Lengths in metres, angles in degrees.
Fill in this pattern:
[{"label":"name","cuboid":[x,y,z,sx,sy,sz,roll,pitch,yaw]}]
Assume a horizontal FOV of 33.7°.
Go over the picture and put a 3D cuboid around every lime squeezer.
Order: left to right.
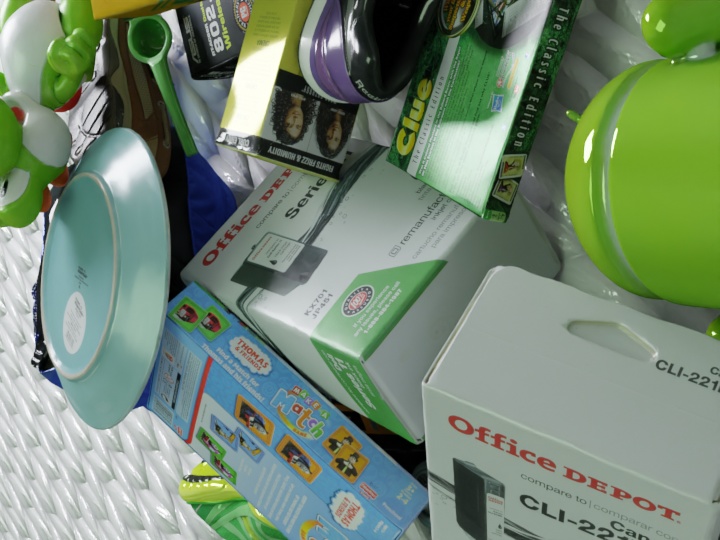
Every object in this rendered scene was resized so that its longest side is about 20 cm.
[{"label":"lime squeezer","cuboid":[-0.155,-0.178,0.906,0.071,0.037,0.202,72,-174,-54]}]

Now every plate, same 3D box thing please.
[{"label":"plate","cuboid":[-0.179,0.004,0.791,0.199,0.025,0.203,-11,77,54]}]

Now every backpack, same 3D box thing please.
[{"label":"backpack","cuboid":[-0.172,0.002,0.960,0.168,0.161,0.202,53,-160,-55]}]

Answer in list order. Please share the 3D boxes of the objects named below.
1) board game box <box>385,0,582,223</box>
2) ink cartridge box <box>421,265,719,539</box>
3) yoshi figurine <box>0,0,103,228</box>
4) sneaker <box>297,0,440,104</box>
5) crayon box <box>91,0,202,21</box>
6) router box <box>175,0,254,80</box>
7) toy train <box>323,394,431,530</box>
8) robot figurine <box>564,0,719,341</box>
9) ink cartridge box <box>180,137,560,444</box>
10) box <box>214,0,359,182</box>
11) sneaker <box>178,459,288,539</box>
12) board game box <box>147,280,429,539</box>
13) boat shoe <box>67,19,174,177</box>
[{"label":"board game box","cuboid":[0.076,-0.138,0.649,0.105,0.023,0.202,36,114,50]},{"label":"ink cartridge box","cuboid":[0.113,0.110,0.604,0.143,0.084,0.201,21,143,22]},{"label":"yoshi figurine","cuboid":[-0.233,-0.133,0.799,0.112,0.111,0.203,154,127,-66]},{"label":"sneaker","cuboid":[0.029,-0.191,0.670,0.087,0.075,0.203,21,100,63]},{"label":"crayon box","cuboid":[-0.121,-0.228,0.734,0.199,0.050,0.129,-2,101,47]},{"label":"router box","cuboid":[-0.086,-0.252,0.854,0.149,0.062,0.203,-8,96,56]},{"label":"toy train","cuboid":[0.035,0.112,0.811,0.199,0.084,0.116,-10,85,54]},{"label":"robot figurine","cuboid":[0.175,-0.040,0.529,0.199,0.115,0.177,5,118,53]},{"label":"ink cartridge box","cuboid":[0.000,0.000,0.745,0.199,0.147,0.083,19,153,49]},{"label":"box","cuboid":[-0.024,-0.162,0.734,0.050,0.075,0.202,18,92,48]},{"label":"sneaker","cuboid":[-0.074,0.202,1.013,0.199,0.074,0.084,1,128,51]},{"label":"board game box","cuboid":[-0.055,0.116,0.779,0.200,0.037,0.152,42,149,11]},{"label":"boat shoe","cuboid":[-0.185,-0.144,0.922,0.075,0.073,0.202,-38,46,32]}]
